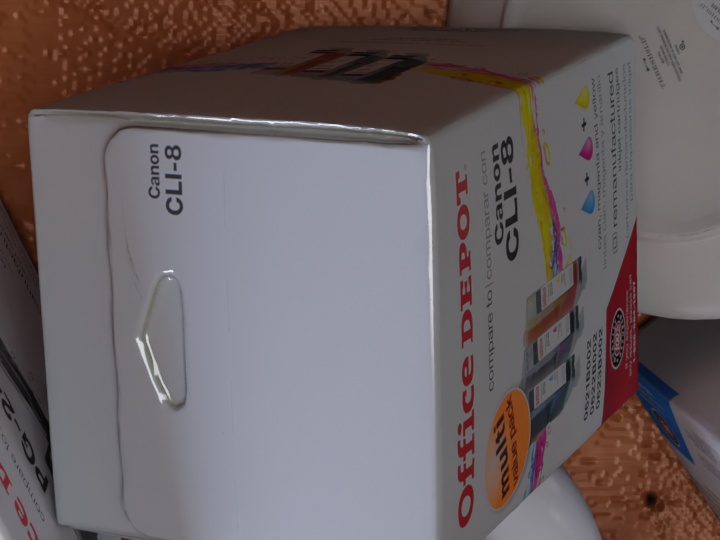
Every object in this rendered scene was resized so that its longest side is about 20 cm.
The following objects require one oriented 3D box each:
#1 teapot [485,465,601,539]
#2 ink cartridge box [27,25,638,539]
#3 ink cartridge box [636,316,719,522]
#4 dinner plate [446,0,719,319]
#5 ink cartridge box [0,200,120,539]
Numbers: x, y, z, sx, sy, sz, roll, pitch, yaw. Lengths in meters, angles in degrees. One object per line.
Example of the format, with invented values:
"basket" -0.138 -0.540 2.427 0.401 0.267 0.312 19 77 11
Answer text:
"teapot" 0.023 0.147 0.761 0.197 0.146 0.200 40 93 -17
"ink cartridge box" 0.000 0.000 0.670 0.144 0.200 0.146 5 107 26
"ink cartridge box" 0.205 0.104 0.786 0.084 0.146 0.200 -37 108 -2
"dinner plate" 0.116 -0.078 0.723 0.199 0.024 0.201 7 103 29
"ink cartridge box" -0.149 0.065 0.675 0.083 0.200 0.146 -22 107 3
